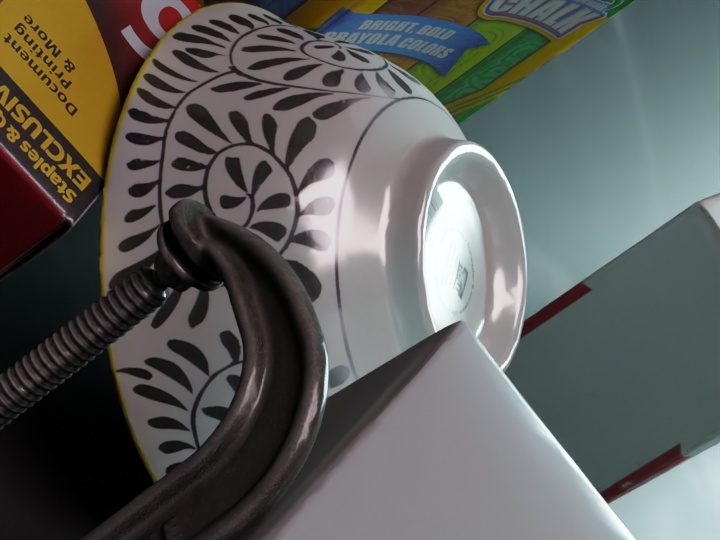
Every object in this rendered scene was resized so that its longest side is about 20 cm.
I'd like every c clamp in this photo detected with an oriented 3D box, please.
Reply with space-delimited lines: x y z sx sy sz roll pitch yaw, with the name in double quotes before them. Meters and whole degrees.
"c clamp" -0.094 0.046 0.866 0.027 0.200 0.171 39 28 -38

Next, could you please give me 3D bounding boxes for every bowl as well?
"bowl" 0.000 0.000 1.039 0.201 0.094 0.201 13 76 -61

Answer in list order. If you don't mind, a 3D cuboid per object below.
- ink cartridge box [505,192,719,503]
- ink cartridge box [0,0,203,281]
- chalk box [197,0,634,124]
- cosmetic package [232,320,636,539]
"ink cartridge box" 0.162 0.017 1.214 0.200 0.147 0.083 -21 78 -51
"ink cartridge box" -0.169 -0.092 1.001 0.200 0.084 0.176 47 40 -12
"chalk box" 0.031 -0.149 1.151 0.124 0.200 0.124 8 58 -42
"cosmetic package" -0.018 0.156 0.893 0.167 0.200 0.166 52 39 -7
